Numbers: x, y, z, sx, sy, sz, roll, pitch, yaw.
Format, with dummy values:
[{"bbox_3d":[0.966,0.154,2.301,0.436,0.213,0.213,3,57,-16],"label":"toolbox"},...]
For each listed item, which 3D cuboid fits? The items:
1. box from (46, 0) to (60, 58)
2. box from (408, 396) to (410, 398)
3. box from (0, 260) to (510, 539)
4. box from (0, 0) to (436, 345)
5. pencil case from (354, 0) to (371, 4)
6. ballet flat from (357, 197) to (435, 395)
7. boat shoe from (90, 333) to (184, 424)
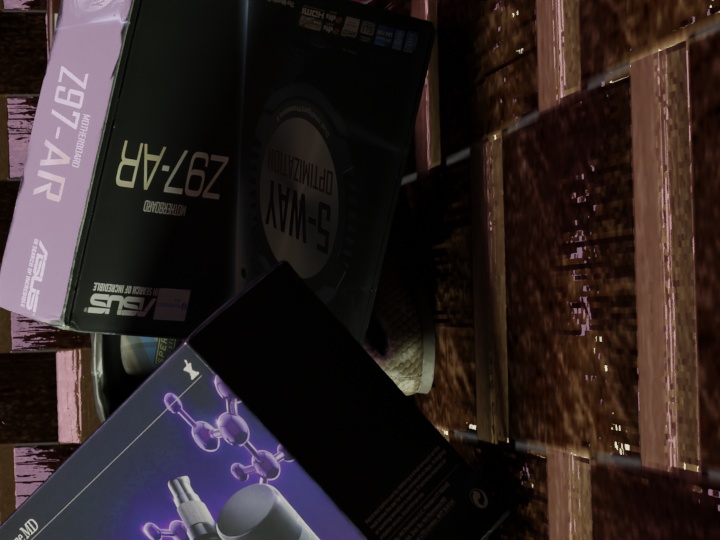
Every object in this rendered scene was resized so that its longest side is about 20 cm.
[{"bbox_3d":[-0.252,-0.309,2.285,0.166,0.164,0.200,100,166,-55],"label":"box"},{"bbox_3d":[-0.024,0.131,1.086,0.075,0.100,0.200,118,149,-61],"label":"box"},{"bbox_3d":[-0.056,0.111,0.916,0.141,0.079,0.200,49,133,3],"label":"box"},{"bbox_3d":[-0.058,-0.050,0.942,0.044,0.200,0.160,17,96,38],"label":"box"},{"bbox_3d":[-0.028,-0.179,1.134,0.200,0.083,0.087,-144,53,-78],"label":"pencil case"},{"bbox_3d":[0.000,0.000,1.098,0.200,0.046,0.067,-105,17,-57],"label":"ballet flat"},{"bbox_3d":[-0.101,0.007,1.023,0.200,0.070,0.066,104,-166,-45],"label":"boat shoe"}]
